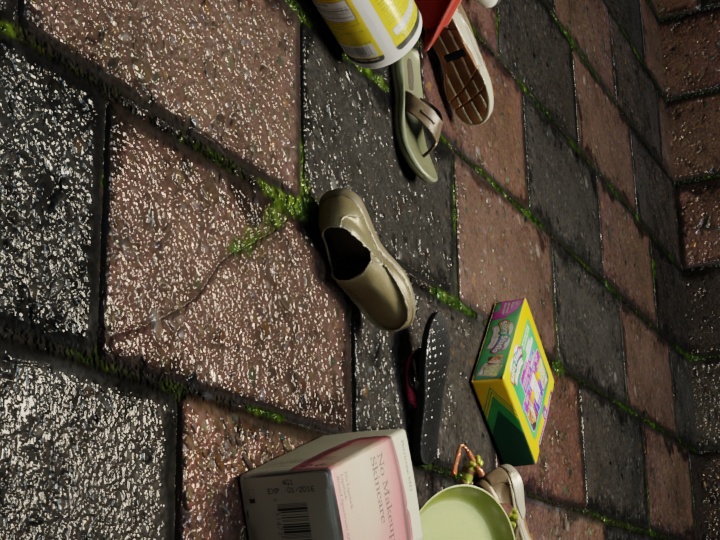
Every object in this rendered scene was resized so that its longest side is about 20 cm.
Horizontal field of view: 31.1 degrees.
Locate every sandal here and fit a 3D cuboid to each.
[{"bbox_3d":[0.084,-0.223,1.813,0.080,0.057,0.204,0,82,-65],"label":"sandal"},{"bbox_3d":[0.081,0.155,1.713,0.075,0.045,0.203,5,91,-59],"label":"sandal"}]

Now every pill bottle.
[{"bbox_3d":[-0.009,-0.353,1.588,0.200,0.110,0.113,53,37,-48],"label":"pill bottle"}]

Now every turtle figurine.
[{"bbox_3d":[0.138,0.345,1.735,0.160,0.064,0.203,28,68,-43],"label":"turtle figurine"}]

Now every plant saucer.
[{"bbox_3d":[0.119,0.374,1.645,0.198,0.031,0.203,3,86,-37],"label":"plant saucer"}]

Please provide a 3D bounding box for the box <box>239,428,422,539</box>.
[{"bbox_3d":[-0.026,0.250,1.354,0.199,0.108,0.130,-13,94,-65],"label":"box"}]

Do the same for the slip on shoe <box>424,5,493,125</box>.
[{"bbox_3d":[0.154,-0.321,1.968,0.202,0.075,0.061,63,36,-21],"label":"slip on shoe"}]

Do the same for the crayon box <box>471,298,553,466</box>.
[{"bbox_3d":[0.242,0.174,2.030,0.174,0.058,0.201,66,28,-28],"label":"crayon box"}]

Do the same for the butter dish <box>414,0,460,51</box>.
[{"bbox_3d":[0.084,-0.449,1.803,0.200,0.146,0.202,122,-17,-53],"label":"butter dish"}]

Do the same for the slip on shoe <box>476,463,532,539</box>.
[{"bbox_3d":[0.213,0.386,1.901,0.060,0.076,0.203,-19,112,-25],"label":"slip on shoe"}]

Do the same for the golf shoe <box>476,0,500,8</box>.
[{"bbox_3d":[0.166,-0.480,2.082,0.200,0.077,0.095,51,55,-45],"label":"golf shoe"}]

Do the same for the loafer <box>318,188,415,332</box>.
[{"bbox_3d":[0.000,0.000,1.544,0.201,0.075,0.068,58,33,-23],"label":"loafer"}]
